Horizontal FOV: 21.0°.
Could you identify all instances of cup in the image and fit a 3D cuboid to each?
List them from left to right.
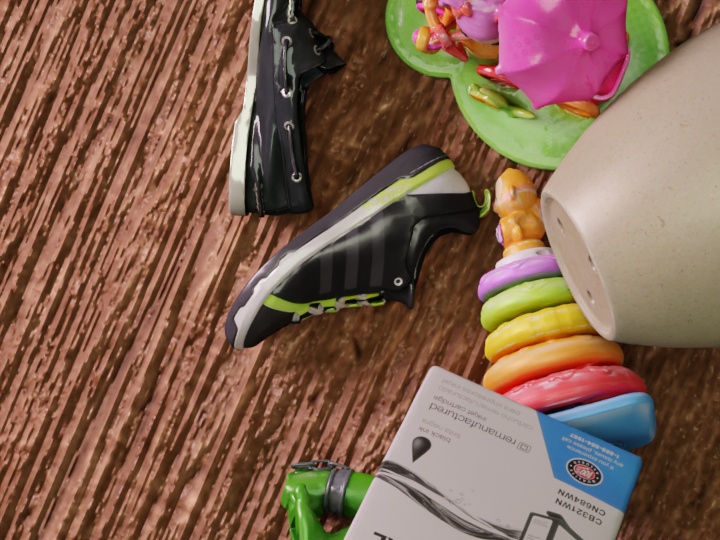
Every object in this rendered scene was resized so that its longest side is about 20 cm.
[{"bbox_3d":[0.196,-0.031,1.190,0.143,0.200,0.201,-24,84,-7],"label":"cup"}]

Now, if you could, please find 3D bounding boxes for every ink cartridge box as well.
[{"bbox_3d":[0.064,0.174,1.135,0.146,0.084,0.200,24,46,5],"label":"ink cartridge box"}]

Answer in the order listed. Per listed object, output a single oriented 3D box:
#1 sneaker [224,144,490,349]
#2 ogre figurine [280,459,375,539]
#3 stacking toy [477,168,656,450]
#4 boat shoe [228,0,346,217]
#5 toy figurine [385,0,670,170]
[{"bbox_3d":[0.000,0.000,1.293,0.200,0.072,0.083,-39,85,3],"label":"sneaker"},{"bbox_3d":[0.022,0.185,1.242,0.119,0.200,0.099,-3,98,-13],"label":"ogre figurine"},{"bbox_3d":[0.118,0.026,1.274,0.109,0.116,0.201,-15,74,6],"label":"stacking toy"},{"bbox_3d":[-0.044,-0.132,1.305,0.066,0.075,0.200,9,88,4],"label":"boat shoe"},{"bbox_3d":[0.102,-0.158,1.235,0.199,0.184,0.151,23,89,8],"label":"toy figurine"}]
